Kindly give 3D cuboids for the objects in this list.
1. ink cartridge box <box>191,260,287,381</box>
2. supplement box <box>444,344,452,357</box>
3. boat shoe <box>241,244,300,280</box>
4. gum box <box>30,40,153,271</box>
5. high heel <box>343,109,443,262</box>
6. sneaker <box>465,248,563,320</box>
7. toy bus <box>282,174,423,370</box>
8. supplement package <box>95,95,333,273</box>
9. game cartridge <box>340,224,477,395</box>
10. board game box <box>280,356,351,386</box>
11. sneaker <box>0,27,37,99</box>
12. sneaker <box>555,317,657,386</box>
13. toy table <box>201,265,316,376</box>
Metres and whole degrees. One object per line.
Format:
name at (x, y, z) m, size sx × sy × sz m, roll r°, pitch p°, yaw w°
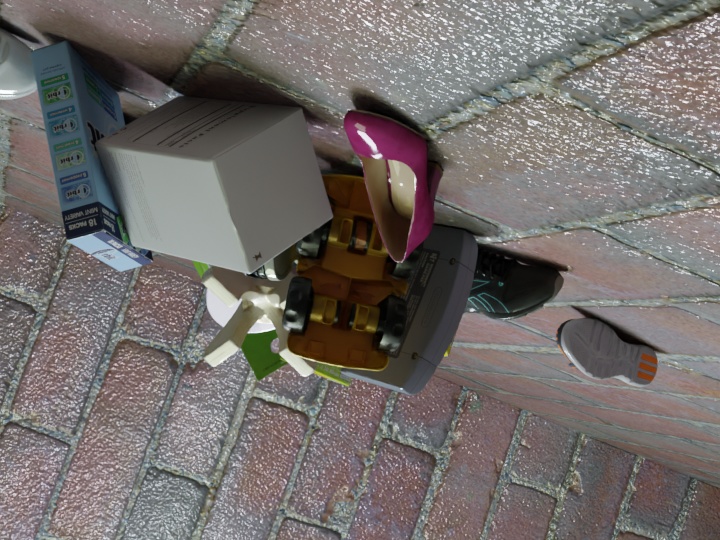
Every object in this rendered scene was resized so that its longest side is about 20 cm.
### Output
ink cartridge box at (-0.121, 0.034, 1.763) m, size 0.202 × 0.147 × 0.076 m, roll 63°, pitch 161°, yaw -10°
supplement box at (0.087, 0.045, 1.780) m, size 0.108 × 0.111 × 0.200 m, roll 19°, pitch 173°, yaw 8°
boat shoe at (-0.100, -0.031, 1.429) m, size 0.065 × 0.075 × 0.200 m, roll -1°, pitch -162°, yaw 12°
gum box at (-0.279, -0.114, 1.326) m, size 0.044 × 0.202 × 0.170 m, roll -15°, pitch 169°, yaw 4°
high heel at (0.025, -0.075, 1.149) m, size 0.067 × 0.097 × 0.200 m, roll 16°, pitch 171°, yaw 29°
sneaker at (0.147, 0.012, 1.521) m, size 0.198 × 0.076 × 0.080 m, roll -6°, pitch 122°, yaw 35°
toy bus at (-0.016, 0.001, 1.424) m, size 0.134 × 0.203 × 0.192 m, roll 11°, pitch 179°, yaw -7°
supplement package at (-0.144, -0.089, 1.245) m, size 0.199 × 0.119 × 0.122 m, roll 13°, pitch 128°, yaw 45°
game cartridge at (0.061, 0.043, 1.484) m, size 0.132 × 0.202 × 0.041 m, roll 14°, pitch 166°, yaw 42°
board game box at (-0.029, 0.045, 1.730) m, size 0.047 × 0.202 × 0.101 m, roll 12°, pitch 170°, yaw 44°
sneaker at (-0.399, -0.236, 1.265) m, size 0.199 × 0.076 × 0.088 m, roll 27°, pitch 158°, yaw -33°
sneaker at (0.319, 0.115, 1.784) m, size 0.199 × 0.078 × 0.111 m, roll 26°, pitch 169°, yaw -37°
toy table at (-0.118, 0.038, 1.570) m, size 0.183 × 0.200 × 0.118 m, roll 34°, pitch -148°, yaw -15°
